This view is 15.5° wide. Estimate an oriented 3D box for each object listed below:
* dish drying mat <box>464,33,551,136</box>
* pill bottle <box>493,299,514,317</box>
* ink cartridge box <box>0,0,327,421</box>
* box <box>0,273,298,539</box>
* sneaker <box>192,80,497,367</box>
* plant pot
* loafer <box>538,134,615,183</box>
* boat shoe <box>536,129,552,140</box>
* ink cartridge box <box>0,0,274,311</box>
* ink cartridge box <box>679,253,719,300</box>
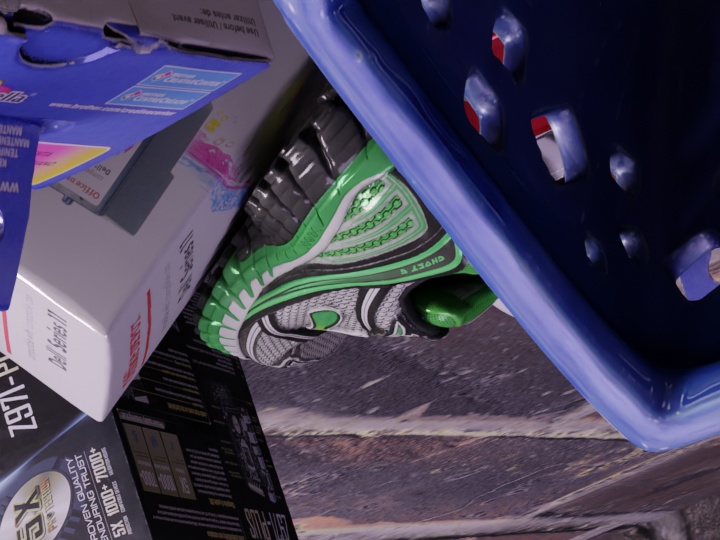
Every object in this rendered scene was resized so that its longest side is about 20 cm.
[{"bbox_3d":[0.109,-0.091,0.869,0.200,0.018,0.077,-24,150,-6],"label":"dish drying mat"},{"bbox_3d":[0.130,-0.062,1.130,0.112,0.112,0.200,-4,160,-46],"label":"pill bottle"},{"bbox_3d":[-0.077,-0.026,0.873,0.200,0.067,0.117,-54,175,-17],"label":"ink cartridge box"},{"bbox_3d":[-0.117,0.068,1.196,0.086,0.164,0.200,-23,166,13],"label":"box"},{"bbox_3d":[0.000,0.000,0.885,0.078,0.085,0.200,-55,180,-18],"label":"sneaker"},{"bbox_3d":[0.108,-0.103,0.711,0.200,0.180,0.200,-26,126,23],"label":"plant pot"},{"bbox_3d":[0.065,-0.065,1.016,0.072,0.073,0.200,18,158,27],"label":"loafer"},{"bbox_3d":[0.098,-0.094,0.950,0.201,0.066,0.072,-24,-147,-29],"label":"boat shoe"},{"bbox_3d":[-0.099,-0.094,0.526,0.076,0.200,0.136,-27,164,30],"label":"ink cartridge box"},{"bbox_3d":[0.208,-0.034,1.163,0.200,0.198,0.047,-30,159,35],"label":"ink cartridge box"}]
